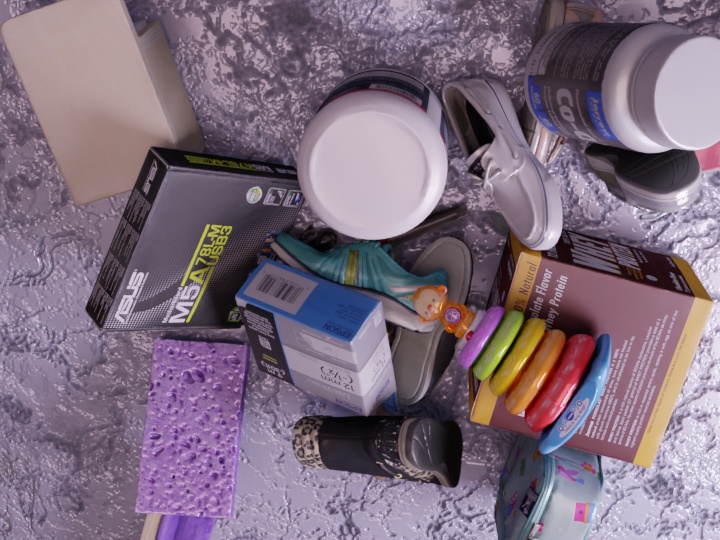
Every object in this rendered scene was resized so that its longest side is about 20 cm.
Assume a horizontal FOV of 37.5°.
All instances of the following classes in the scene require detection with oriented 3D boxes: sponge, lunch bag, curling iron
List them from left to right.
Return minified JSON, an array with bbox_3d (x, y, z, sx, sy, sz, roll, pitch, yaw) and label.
[{"bbox_3d":[-0.193,0.182,1.222,0.111,0.030,0.201,5,81,2],"label":"sponge"},{"bbox_3d":[0.021,-0.041,1.172,0.199,0.026,0.050,-13,111,9],"label":"curling iron"},{"bbox_3d":[0.201,0.251,1.167,0.077,0.200,0.161,22,112,-1],"label":"lunch bag"}]

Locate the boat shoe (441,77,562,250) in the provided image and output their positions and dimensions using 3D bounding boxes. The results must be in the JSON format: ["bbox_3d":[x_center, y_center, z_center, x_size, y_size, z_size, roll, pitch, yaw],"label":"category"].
[{"bbox_3d":[0.135,-0.106,1.066,0.065,0.200,0.074,-5,149,-33],"label":"boat shoe"}]

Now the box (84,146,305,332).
[{"bbox_3d":[-0.169,-0.027,1.117,0.048,0.193,0.200,43,116,33],"label":"box"}]

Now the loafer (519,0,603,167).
[{"bbox_3d":[0.203,-0.175,1.088,0.063,0.072,0.201,6,107,-5],"label":"loafer"}]

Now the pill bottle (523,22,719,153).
[{"bbox_3d":[0.245,-0.168,0.967,0.113,0.200,0.114,-5,104,-21],"label":"pill bottle"}]

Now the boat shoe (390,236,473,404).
[{"bbox_3d":[0.081,0.053,1.184,0.076,0.060,0.200,31,111,24],"label":"boat shoe"}]

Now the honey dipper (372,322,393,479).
[{"bbox_3d":[0.022,0.157,1.241,0.038,0.038,0.201,0,114,5],"label":"honey dipper"}]

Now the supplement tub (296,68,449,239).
[{"bbox_3d":[0.017,-0.123,1.051,0.140,0.200,0.141,2,110,5],"label":"supplement tub"}]

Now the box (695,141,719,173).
[{"bbox_3d":[0.408,-0.174,1.035,0.199,0.128,0.109,-9,108,8],"label":"box"}]

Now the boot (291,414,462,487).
[{"bbox_3d":[0.026,0.200,1.199,0.153,0.204,0.074,-1,74,21],"label":"boot"}]

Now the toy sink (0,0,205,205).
[{"bbox_3d":[-0.261,-0.190,1.101,0.130,0.112,0.200,-16,112,10],"label":"toy sink"}]

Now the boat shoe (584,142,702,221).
[{"bbox_3d":[0.281,-0.090,1.040,0.074,0.202,0.065,-29,108,-2],"label":"boat shoe"}]

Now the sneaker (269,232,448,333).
[{"bbox_3d":[0.000,0.000,1.141,0.200,0.078,0.080,22,90,6],"label":"sneaker"}]

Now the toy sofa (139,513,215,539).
[{"bbox_3d":[-0.231,0.328,1.296,0.097,0.083,0.200,18,110,0],"label":"toy sofa"}]

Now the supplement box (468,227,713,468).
[{"bbox_3d":[0.236,0.072,1.136,0.199,0.133,0.198,14,110,0],"label":"supplement box"}]

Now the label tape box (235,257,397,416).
[{"bbox_3d":[-0.042,0.092,1.137,0.143,0.066,0.200,20,143,24],"label":"label tape box"}]

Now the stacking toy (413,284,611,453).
[{"bbox_3d":[0.138,0.074,1.032,0.200,0.110,0.116,33,111,5],"label":"stacking toy"}]
